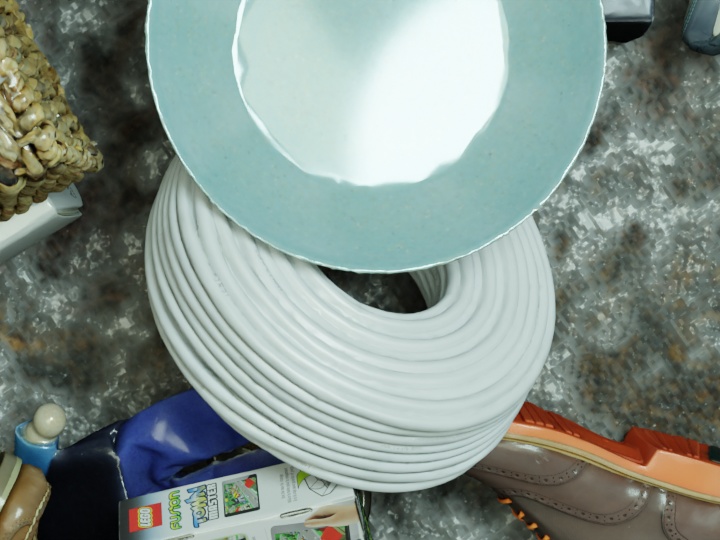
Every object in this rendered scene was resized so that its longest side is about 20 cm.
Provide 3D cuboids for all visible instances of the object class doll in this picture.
[{"bbox_3d":[-0.106,0.111,0.944,0.199,0.049,0.137,-23,114,22],"label":"doll"}]

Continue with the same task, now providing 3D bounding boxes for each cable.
[{"bbox_3d":[0.000,0.000,0.897,0.200,0.200,0.069,39,136,0],"label":"cable"}]

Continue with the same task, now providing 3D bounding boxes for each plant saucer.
[{"bbox_3d":[0.007,-0.098,0.855,0.200,0.039,0.202,0,86,-4],"label":"plant saucer"}]

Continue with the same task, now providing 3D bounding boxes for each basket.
[{"bbox_3d":[-0.208,-0.070,0.805,0.149,0.200,0.143,-29,93,-1],"label":"basket"}]

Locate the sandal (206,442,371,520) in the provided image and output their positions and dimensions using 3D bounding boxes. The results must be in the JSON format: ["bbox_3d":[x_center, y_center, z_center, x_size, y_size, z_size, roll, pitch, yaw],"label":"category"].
[{"bbox_3d":[-0.045,0.047,0.965,0.081,0.055,0.201,-9,93,1],"label":"sandal"}]

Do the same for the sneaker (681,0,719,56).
[{"bbox_3d":[0.176,-0.204,0.951,0.086,0.078,0.201,14,85,9],"label":"sneaker"}]

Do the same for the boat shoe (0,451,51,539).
[{"bbox_3d":[-0.169,0.159,0.929,0.068,0.072,0.200,25,136,-4],"label":"boat shoe"}]

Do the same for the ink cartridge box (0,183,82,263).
[{"bbox_3d":[-0.259,-0.041,0.949,0.200,0.083,0.146,-30,92,1],"label":"ink cartridge box"}]

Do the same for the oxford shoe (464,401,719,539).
[{"bbox_3d":[0.093,0.107,0.960,0.199,0.071,0.073,14,98,0],"label":"oxford shoe"}]

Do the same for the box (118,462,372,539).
[{"bbox_3d":[-0.037,0.181,0.930,0.110,0.035,0.201,-12,125,1],"label":"box"}]

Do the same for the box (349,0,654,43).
[{"bbox_3d":[0.064,-0.212,0.928,0.147,0.104,0.201,1,92,1],"label":"box"}]
